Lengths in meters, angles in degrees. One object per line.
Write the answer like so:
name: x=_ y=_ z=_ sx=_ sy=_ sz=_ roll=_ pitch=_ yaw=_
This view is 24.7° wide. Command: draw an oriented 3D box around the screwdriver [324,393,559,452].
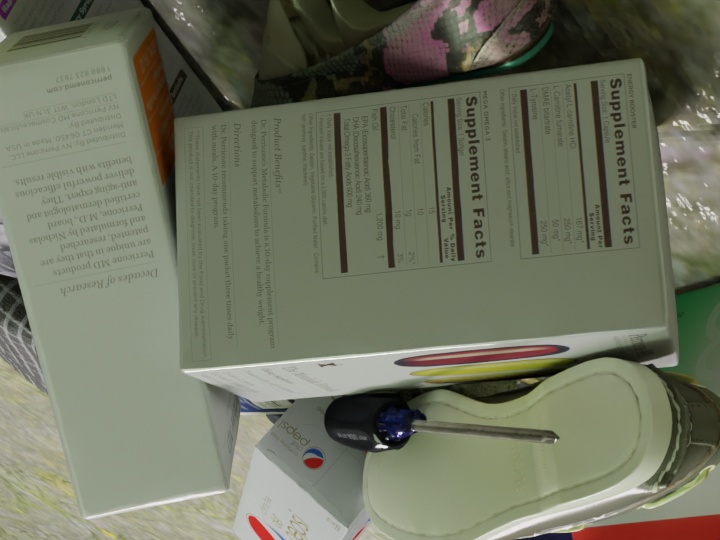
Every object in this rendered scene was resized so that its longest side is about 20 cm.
screwdriver: x=0.031 y=0.063 z=0.699 sx=0.028 sy=0.029 sz=0.200 roll=-5 pitch=174 yaw=-25

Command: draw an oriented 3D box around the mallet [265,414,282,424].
mallet: x=-0.101 y=0.069 z=1.165 sx=0.198 sy=0.066 sz=0.041 roll=12 pitch=155 yaw=29

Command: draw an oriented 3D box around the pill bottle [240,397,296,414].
pill bottle: x=-0.039 y=0.028 z=0.960 sx=0.199 sy=0.112 sz=0.111 roll=-7 pitch=142 yaw=47

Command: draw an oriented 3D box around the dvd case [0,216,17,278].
dvd case: x=-0.245 y=-0.047 z=0.970 sx=0.147 sy=0.016 sz=0.200 roll=13 pitch=156 yaw=22

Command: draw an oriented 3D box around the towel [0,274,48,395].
towel: x=-0.214 y=0.050 z=1.169 sx=0.165 sy=0.086 sz=0.201 roll=35 pitch=161 yaw=20

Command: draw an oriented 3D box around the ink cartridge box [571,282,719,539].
ink cartridge box: x=0.151 y=0.105 z=0.825 sx=0.050 sy=0.201 sz=0.161 roll=33 pitch=155 yaw=-19

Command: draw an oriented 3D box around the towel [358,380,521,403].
towel: x=0.000 y=0.000 z=0.833 sx=0.198 sy=0.149 sz=0.037 roll=19 pitch=136 yaw=12

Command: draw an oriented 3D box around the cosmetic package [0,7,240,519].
cosmetic package: x=-0.109 y=-0.006 z=0.729 sx=0.070 sy=0.102 sz=0.202 roll=-10 pitch=107 yaw=2

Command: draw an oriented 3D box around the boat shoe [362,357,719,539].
boat shoe: x=0.075 y=0.084 z=0.723 sx=0.060 sy=0.073 sz=0.201 roll=9 pitch=161 yaw=-35

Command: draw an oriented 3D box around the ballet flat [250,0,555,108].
ballet flat: x=0.001 y=-0.104 z=0.720 sx=0.199 sy=0.069 sz=0.071 roll=-15 pitch=118 yaw=52

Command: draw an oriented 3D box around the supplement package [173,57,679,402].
supplement package: x=0.031 y=-0.011 z=0.703 sx=0.198 sy=0.111 sz=0.114 roll=-6 pitch=168 yaw=13

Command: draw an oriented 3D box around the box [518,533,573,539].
box: x=0.168 y=0.152 z=0.975 sx=0.104 sy=0.149 sz=0.199 roll=33 pitch=155 yaw=-21

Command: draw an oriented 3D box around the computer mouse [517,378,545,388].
computer mouse: x=0.055 y=0.090 z=0.974 sx=0.139 sy=0.047 sz=0.200 roll=-16 pitch=172 yaw=-16

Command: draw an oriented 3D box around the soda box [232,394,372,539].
soda box: x=-0.021 y=0.117 z=0.892 sx=0.064 sy=0.068 sz=0.200 roll=40 pitch=159 yaw=8

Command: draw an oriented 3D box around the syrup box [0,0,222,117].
syrup box: x=-0.147 y=-0.098 z=0.841 sx=0.078 sy=0.082 sz=0.200 roll=6 pitch=148 yaw=34
